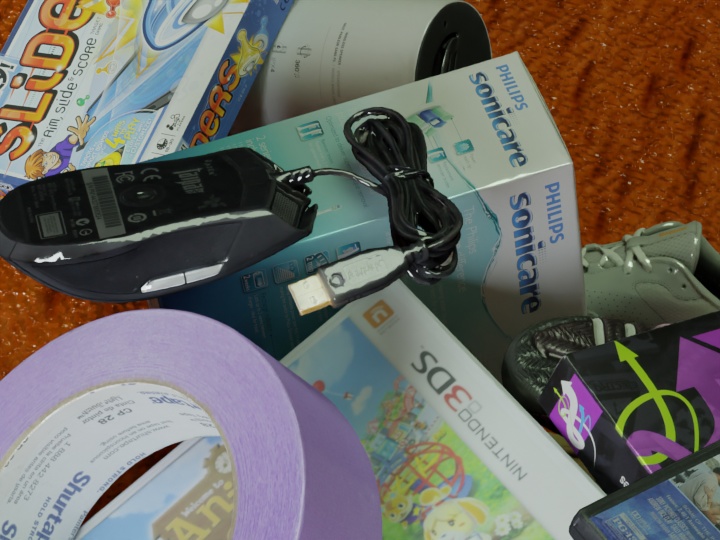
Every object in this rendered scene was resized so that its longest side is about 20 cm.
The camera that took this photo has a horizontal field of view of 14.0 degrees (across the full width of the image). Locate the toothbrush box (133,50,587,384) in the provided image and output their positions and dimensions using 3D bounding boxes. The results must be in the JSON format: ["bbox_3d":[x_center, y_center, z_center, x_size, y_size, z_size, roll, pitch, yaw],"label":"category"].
[{"bbox_3d":[0.000,0.000,1.377,0.200,0.146,0.085,-17,48,-5],"label":"toothbrush box"}]

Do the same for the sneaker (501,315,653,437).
[{"bbox_3d":[0.138,0.091,1.339,0.200,0.116,0.076,13,45,-21],"label":"sneaker"}]

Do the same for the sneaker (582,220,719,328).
[{"bbox_3d":[0.132,0.005,1.488,0.200,0.092,0.076,12,40,-2],"label":"sneaker"}]

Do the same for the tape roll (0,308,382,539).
[{"bbox_3d":[-0.092,0.119,1.228,0.066,0.200,0.200,38,17,-49],"label":"tape roll"}]

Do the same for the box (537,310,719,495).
[{"bbox_3d":[0.187,0.102,1.236,0.143,0.036,0.200,-15,57,-34],"label":"box"}]

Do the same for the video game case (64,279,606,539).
[{"bbox_3d":[-0.013,0.116,1.256,0.200,0.022,0.182,-40,50,-4],"label":"video game case"}]

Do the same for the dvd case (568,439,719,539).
[{"bbox_3d":[0.198,0.118,1.187,0.200,0.018,0.143,-22,60,-36],"label":"dvd case"}]

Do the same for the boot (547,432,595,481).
[{"bbox_3d":[0.097,0.174,1.315,0.175,0.066,0.200,-9,54,-47],"label":"boot"}]

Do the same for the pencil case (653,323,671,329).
[{"bbox_3d":[0.233,0.076,1.443,0.200,0.087,0.087,8,42,-11],"label":"pencil case"}]

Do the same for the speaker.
[{"bbox_3d":[-0.034,-0.107,1.517,0.200,0.081,0.081,7,34,32],"label":"speaker"}]

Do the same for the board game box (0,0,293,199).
[{"bbox_3d":[-0.112,-0.118,1.493,0.135,0.034,0.200,13,69,33],"label":"board game box"}]

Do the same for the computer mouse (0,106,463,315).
[{"bbox_3d":[-0.053,-0.006,1.254,0.200,0.046,0.140,-13,32,-13],"label":"computer mouse"}]
